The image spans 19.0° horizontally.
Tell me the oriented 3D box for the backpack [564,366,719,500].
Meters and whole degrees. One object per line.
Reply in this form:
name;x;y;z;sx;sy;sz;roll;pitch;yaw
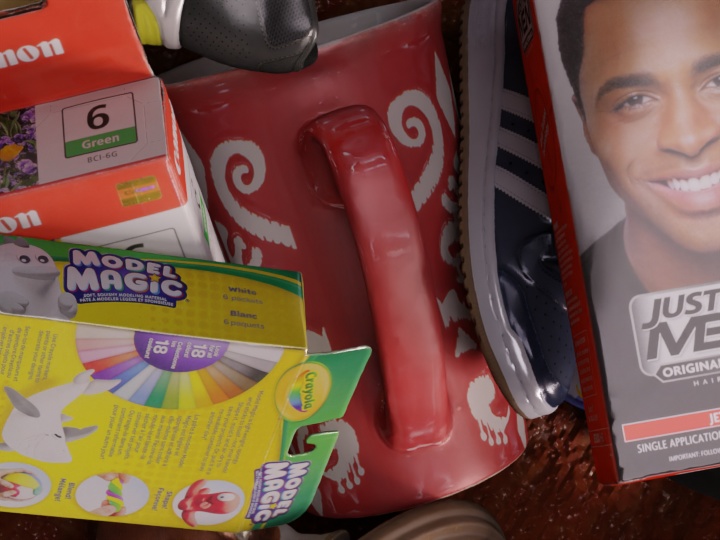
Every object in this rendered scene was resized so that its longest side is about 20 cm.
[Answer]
backpack;0.194;0.001;0.955;0.201;0.182;0.147;-58;141;-11

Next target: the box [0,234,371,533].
box;-0.104;0.044;0.824;0.199;0.049;0.118;9;134;-14

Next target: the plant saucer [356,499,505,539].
plant saucer;0.002;0.189;0.928;0.029;0.200;0.200;35;80;30

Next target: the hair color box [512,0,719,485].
hair color box;0.126;-0.024;0.836;0.101;0.061;0.201;-10;84;-2

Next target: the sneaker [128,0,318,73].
sneaker;-0.018;-0.164;0.861;0.084;0.074;0.201;25;78;3

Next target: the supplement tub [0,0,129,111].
supplement tub;-0.150;-0.146;0.857;0.144;0.145;0.201;15;111;-16

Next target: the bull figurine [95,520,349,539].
bull figurine;-0.079;0.133;0.931;0.065;0.121;0.201;1;110;-54

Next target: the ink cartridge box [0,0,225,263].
ink cartridge box;-0.118;-0.023;0.822;0.108;0.051;0.201;-13;138;2

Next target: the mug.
mug;-0.010;0.002;0.920;0.133;0.178;0.201;-12;102;19

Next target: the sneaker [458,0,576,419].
sneaker;0.101;-0.041;0.900;0.108;0.070;0.201;-10;64;19
